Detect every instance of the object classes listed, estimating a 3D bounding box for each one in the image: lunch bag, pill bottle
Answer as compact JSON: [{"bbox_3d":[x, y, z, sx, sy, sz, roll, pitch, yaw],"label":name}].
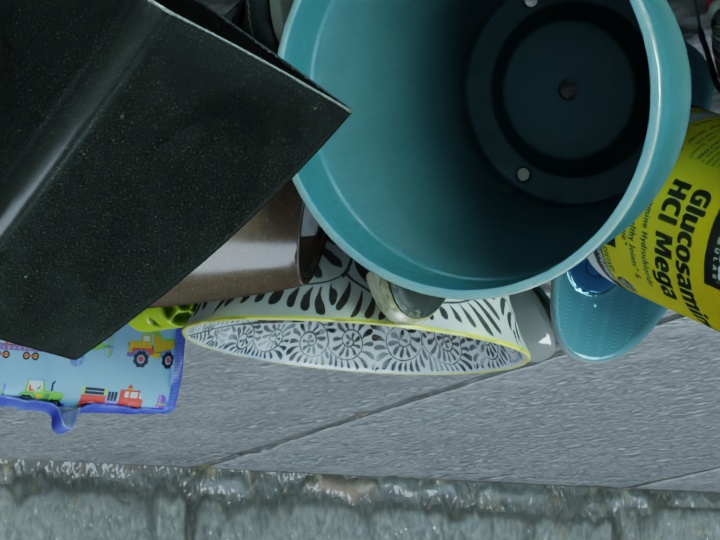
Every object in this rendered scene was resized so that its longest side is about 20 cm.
[{"bbox_3d":[-0.194,0.010,1.779,0.150,0.200,0.094,6,166,-28],"label":"lunch bag"},{"bbox_3d":[0.219,-0.017,1.425,0.112,0.113,0.200,9,-169,-38],"label":"pill bottle"}]

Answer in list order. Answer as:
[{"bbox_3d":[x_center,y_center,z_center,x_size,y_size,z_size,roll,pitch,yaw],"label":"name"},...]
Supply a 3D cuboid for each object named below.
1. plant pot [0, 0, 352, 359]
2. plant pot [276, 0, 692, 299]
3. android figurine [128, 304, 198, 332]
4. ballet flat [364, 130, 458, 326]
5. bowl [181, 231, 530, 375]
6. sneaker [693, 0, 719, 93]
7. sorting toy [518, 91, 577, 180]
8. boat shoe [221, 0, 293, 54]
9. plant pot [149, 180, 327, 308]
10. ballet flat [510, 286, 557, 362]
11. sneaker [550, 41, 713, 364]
[{"bbox_3d":[-0.160,-0.074,1.218,0.199,0.178,0.200,37,-173,26],"label":"plant pot"},{"bbox_3d":[0.085,-0.091,1.349,0.200,0.200,0.188,-5,-178,23],"label":"plant pot"},{"bbox_3d":[-0.083,-0.031,1.679,0.041,0.182,0.200,44,160,-19],"label":"android figurine"},{"bbox_3d":[0.018,-0.053,1.442,0.066,0.200,0.057,24,138,-36],"label":"ballet flat"},{"bbox_3d":[0.000,0.000,1.509,0.200,0.094,0.201,3,170,1],"label":"bowl"},{"bbox_3d":[0.233,-0.115,1.496,0.081,0.075,0.200,-4,169,19],"label":"sneaker"},{"bbox_3d":[0.054,-0.065,1.704,0.200,0.107,0.180,8,173,-35],"label":"sorting toy"},{"bbox_3d":[-0.052,-0.120,1.469,0.062,0.073,0.200,-5,173,4],"label":"boat shoe"},{"bbox_3d":[-0.118,-0.055,1.403,0.200,0.187,0.187,9,170,10],"label":"plant pot"},{"bbox_3d":[0.066,0.021,1.676,0.069,0.070,0.200,4,-164,-20],"label":"ballet flat"},{"bbox_3d":[0.155,-0.038,1.594,0.079,0.200,0.131,19,174,-7],"label":"sneaker"}]
